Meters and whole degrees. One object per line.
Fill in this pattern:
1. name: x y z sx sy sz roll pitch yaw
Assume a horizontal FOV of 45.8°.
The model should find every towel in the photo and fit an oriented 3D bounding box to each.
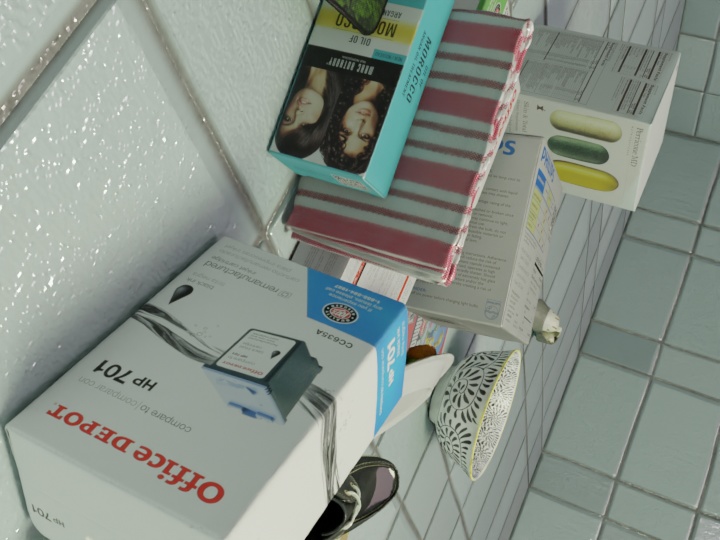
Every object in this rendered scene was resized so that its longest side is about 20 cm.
1. towel: 0.034 -0.101 0.637 0.030 0.145 0.202 26 82 -61

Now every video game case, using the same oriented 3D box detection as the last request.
1. video game case: 0.070 0.100 1.064 0.200 0.017 0.145 -12 117 -66

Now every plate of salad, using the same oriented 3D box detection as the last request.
1. plate of salad: -0.009 0.118 0.732 0.198 0.048 0.200 -29 163 -10

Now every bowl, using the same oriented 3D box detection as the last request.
1. bowl: 0.160 0.198 1.261 0.201 0.093 0.203 -51 150 -44

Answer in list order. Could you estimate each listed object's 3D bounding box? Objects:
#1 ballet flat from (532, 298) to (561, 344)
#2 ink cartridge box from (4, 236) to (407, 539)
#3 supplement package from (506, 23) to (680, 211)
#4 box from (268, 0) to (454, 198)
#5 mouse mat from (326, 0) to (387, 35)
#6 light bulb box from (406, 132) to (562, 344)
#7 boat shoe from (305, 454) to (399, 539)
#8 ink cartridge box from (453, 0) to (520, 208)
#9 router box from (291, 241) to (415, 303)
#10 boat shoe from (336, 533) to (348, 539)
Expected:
1. ballet flat: 0.404 0.112 1.843 0.068 0.063 0.200 -67 158 -12
2. ink cartridge box: -0.078 0.082 0.503 0.200 0.145 0.087 -48 150 -47
3. supplement package: 0.297 -0.205 1.133 0.151 0.198 0.153 -57 154 -33
4. box: 0.009 -0.162 0.616 0.049 0.081 0.202 29 79 -66
5. mouse mat: -0.017 -0.258 0.512 0.199 0.007 0.163 26 82 -55
6. light bulb box: 0.141 -0.034 0.965 0.198 0.123 0.203 29 73 -69
7. boat shoe: -0.028 0.215 0.759 0.199 0.067 0.073 -7 94 -46
8. ink cartridge box: 0.081 -0.167 0.786 0.146 0.083 0.200 -67 159 -13
9. router box: 0.000 0.000 0.767 0.202 0.048 0.180 -65 158 -18
10. boat shoe: -0.050 0.275 0.828 0.201 0.073 0.067 -55 148 -38
